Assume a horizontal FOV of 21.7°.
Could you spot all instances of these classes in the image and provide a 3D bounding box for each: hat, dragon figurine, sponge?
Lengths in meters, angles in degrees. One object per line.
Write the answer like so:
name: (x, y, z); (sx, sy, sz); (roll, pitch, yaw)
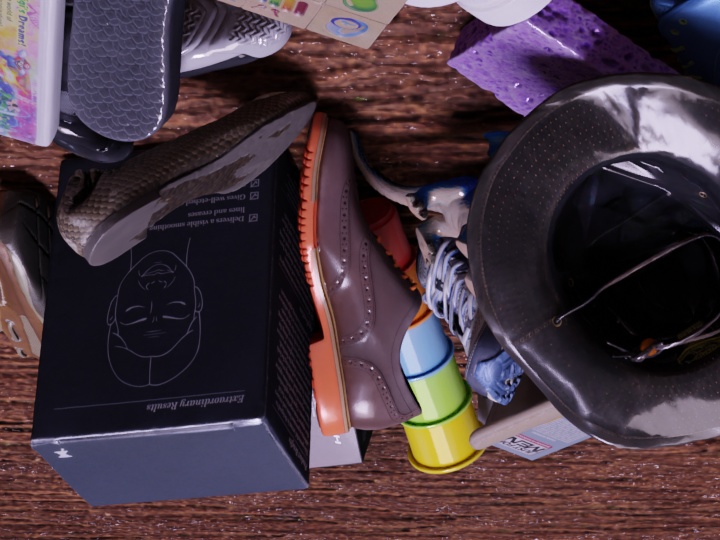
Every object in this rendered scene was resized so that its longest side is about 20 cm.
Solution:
hat: (0.155, -0.010, 1.005); (0.199, 0.202, 0.081); (-3, -171, 7)
dragon figurine: (0.082, -0.042, 1.122); (0.099, 0.200, 0.059); (-34, 131, -17)
sponge: (0.151, -0.083, 1.045); (0.199, 0.030, 0.111); (33, 164, -15)

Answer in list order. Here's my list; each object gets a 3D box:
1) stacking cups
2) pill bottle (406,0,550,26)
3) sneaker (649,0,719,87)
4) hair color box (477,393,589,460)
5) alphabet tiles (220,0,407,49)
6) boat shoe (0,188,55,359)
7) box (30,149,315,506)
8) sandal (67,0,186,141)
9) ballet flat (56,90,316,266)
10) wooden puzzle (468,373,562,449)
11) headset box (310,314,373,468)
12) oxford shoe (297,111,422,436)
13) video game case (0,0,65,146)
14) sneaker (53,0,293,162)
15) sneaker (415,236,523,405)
stacking cups: (0.036, 0.041, 1.272); (0.060, 0.061, 0.201); (-8, 121, 16)
pill bottle: (0.014, -0.190, 0.874); (0.104, 0.105, 0.199); (-24, 142, 38)
sneaker: (0.200, -0.130, 1.029); (0.104, 0.076, 0.200); (23, 149, -1)
hair color box: (0.169, 0.051, 1.305); (0.060, 0.100, 0.199); (23, 145, -37)
alphabet tiles: (-0.065, -0.160, 0.835); (0.199, 0.008, 0.167); (17, 162, -12)
boat shoe: (-0.230, 0.014, 1.283); (0.073, 0.076, 0.200); (0, 150, 8)
box: (-0.111, 0.032, 1.179); (0.147, 0.201, 0.107); (-5, 150, 13)
sandal: (-0.108, -0.162, 0.938); (0.076, 0.043, 0.201); (23, 122, 7)
ballet flat: (-0.099, -0.064, 1.075); (0.046, 0.200, 0.068); (43, 138, 14)
wooden puzzle: (0.168, 0.025, 1.177); (0.185, 0.200, 0.037); (-28, 111, 41)
headset box: (-0.088, 0.075, 1.298); (0.199, 0.149, 0.078); (-5, 113, 14)
oxford shoe: (0.000, 0.000, 1.162); (0.072, 0.201, 0.071); (-5, -167, 1)
video game case: (-0.237, -0.159, 0.948); (0.181, 0.024, 0.201); (16, 139, 1)
sneaker: (-0.122, -0.118, 1.045); (0.199, 0.076, 0.114); (-1, 152, 16)
sneaker: (0.071, 0.014, 1.170); (0.085, 0.200, 0.077); (16, 117, 1)
